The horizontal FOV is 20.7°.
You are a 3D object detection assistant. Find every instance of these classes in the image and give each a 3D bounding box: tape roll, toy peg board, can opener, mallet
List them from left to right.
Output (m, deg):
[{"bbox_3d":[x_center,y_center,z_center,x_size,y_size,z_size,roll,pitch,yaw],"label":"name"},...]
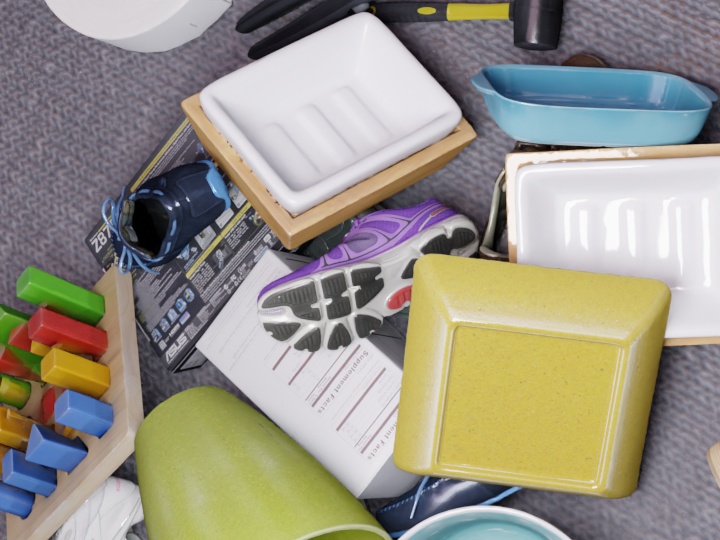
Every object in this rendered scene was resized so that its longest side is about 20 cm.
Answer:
[{"bbox_3d":[-0.290,0.114,1.747,0.200,0.098,0.200,-46,37,31],"label":"toy peg board"},{"bbox_3d":[-0.205,-0.306,1.833,0.202,0.071,0.203,-3,83,25],"label":"tape roll"},{"bbox_3d":[-0.030,-0.242,1.749,0.200,0.079,0.064,-32,78,29],"label":"can opener"},{"bbox_3d":[0.084,-0.214,1.710,0.199,0.041,0.066,-4,85,30],"label":"mallet"}]

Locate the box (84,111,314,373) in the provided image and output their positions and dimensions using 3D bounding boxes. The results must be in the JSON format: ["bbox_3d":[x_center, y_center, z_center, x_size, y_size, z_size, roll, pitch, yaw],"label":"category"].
[{"bbox_3d":[-0.145,-0.031,1.765,0.161,0.049,0.200,53,122,18],"label":"box"}]

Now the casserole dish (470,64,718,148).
[{"bbox_3d":[0.185,-0.130,1.573,0.199,0.121,0.039,1,112,-9],"label":"casserole dish"}]

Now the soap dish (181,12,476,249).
[{"bbox_3d":[-0.027,-0.117,1.666,0.200,0.081,0.157,-29,64,-26],"label":"soap dish"}]

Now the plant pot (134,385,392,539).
[{"bbox_3d":[-0.100,0.196,1.609,0.187,0.187,0.200,-45,55,15],"label":"plant pot"}]

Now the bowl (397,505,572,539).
[{"bbox_3d":[0.106,0.276,1.592,0.200,0.105,0.202,1,97,9],"label":"bowl"}]

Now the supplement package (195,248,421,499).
[{"bbox_3d":[-0.020,0.089,1.682,0.200,0.114,0.110,42,102,22],"label":"supplement package"}]

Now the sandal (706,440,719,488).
[{"bbox_3d":[0.347,0.209,1.517,0.070,0.078,0.212,-38,66,24],"label":"sandal"}]

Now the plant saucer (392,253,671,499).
[{"bbox_3d":[0.130,0.095,1.536,0.199,0.048,0.201,7,117,2],"label":"plant saucer"}]

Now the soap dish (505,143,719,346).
[{"bbox_3d":[0.218,-0.020,1.563,0.199,0.081,0.158,-2,98,8],"label":"soap dish"}]

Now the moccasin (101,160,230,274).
[{"bbox_3d":[-0.181,-0.047,1.682,0.081,0.068,0.200,59,149,5],"label":"moccasin"}]

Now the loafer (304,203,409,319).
[{"bbox_3d":[0.004,-0.029,1.721,0.200,0.063,0.072,42,125,26],"label":"loafer"}]

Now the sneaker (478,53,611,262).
[{"bbox_3d":[0.155,-0.086,1.638,0.070,0.075,0.201,20,94,26],"label":"sneaker"}]

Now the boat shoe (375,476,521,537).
[{"bbox_3d":[0.099,0.158,1.645,0.199,0.084,0.069,-27,90,6],"label":"boat shoe"}]

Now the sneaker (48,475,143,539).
[{"bbox_3d":[-0.246,0.270,1.794,0.078,0.099,0.200,-103,33,-55],"label":"sneaker"}]

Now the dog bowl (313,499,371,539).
[{"bbox_3d":[-0.092,0.237,1.725,0.199,0.074,0.201,-2,84,25],"label":"dog bowl"}]

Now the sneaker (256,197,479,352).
[{"bbox_3d":[0.000,0.000,1.622,0.083,0.199,0.081,44,149,45],"label":"sneaker"}]
